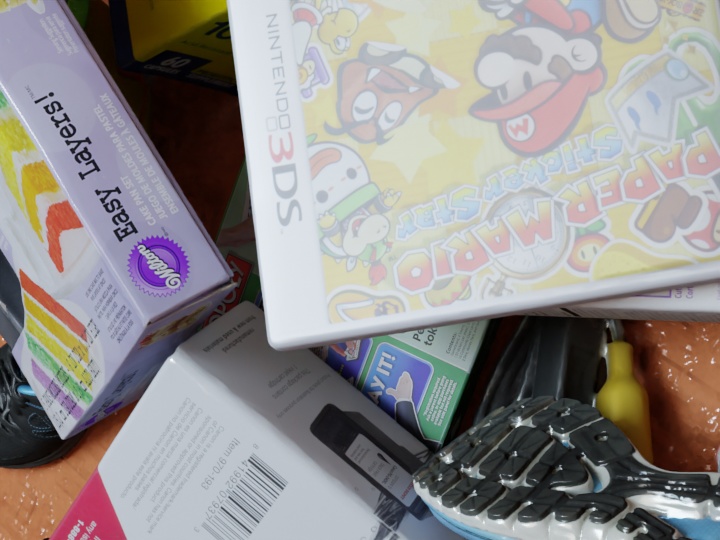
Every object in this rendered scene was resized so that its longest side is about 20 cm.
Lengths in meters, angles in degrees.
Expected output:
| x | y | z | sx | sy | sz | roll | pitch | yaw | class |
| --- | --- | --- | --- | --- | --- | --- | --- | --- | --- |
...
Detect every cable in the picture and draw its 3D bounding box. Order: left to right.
| x | y | z | sx | sy | sz | roll | pitch | yaw | class |
| --- | --- | --- | --- | --- | --- | --- | --- | --- | --- |
| 0.100 | 0.013 | 0.921 | 0.097 | 0.050 | 0.202 | -8 | 66 | 57 | cable |

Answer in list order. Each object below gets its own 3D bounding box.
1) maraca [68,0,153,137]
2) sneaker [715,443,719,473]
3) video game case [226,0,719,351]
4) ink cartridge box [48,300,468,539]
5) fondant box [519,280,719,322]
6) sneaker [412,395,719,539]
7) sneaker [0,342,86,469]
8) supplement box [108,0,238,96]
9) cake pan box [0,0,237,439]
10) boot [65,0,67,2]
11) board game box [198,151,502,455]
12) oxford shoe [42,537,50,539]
| x | y | z | sx | sy | sz | roll | pitch | yaw | class |
| --- | --- | --- | --- | --- | --- | --- | --- | --- | --- |
| -0.156 | -0.093 | 1.083 | 0.138 | 0.106 | 0.201 | -100 | 23 | -55 | maraca |
| 0.211 | 0.101 | 0.771 | 0.199 | 0.082 | 0.079 | 27 | 103 | 41 | sneaker |
| 0.047 | -0.073 | 0.833 | 0.198 | 0.023 | 0.184 | -9 | 82 | 14 | video game case |
| -0.025 | 0.137 | 0.918 | 0.200 | 0.083 | 0.146 | 39 | 115 | 7 | ink cartridge box |
| 0.092 | -0.055 | 0.861 | 0.198 | 0.058 | 0.146 | 2 | 85 | 15 | fondant box |
| 0.097 | 0.117 | 0.822 | 0.199 | 0.078 | 0.091 | 23 | 136 | 46 | sneaker |
| -0.163 | 0.050 | 1.103 | 0.199 | 0.082 | 0.074 | -28 | 69 | 37 | sneaker |
| -0.017 | -0.168 | 0.984 | 0.199 | 0.108 | 0.111 | -22 | 70 | 38 | supplement box |
| -0.143 | -0.033 | 0.937 | 0.185 | 0.052 | 0.200 | 60 | 155 | 6 | cake pan box |
| -0.159 | -0.189 | 0.989 | 0.200 | 0.073 | 0.152 | 142 | 138 | -66 | boot |
| 0.000 | 0.000 | 0.947 | 0.134 | 0.029 | 0.202 | 25 | 104 | 14 | board game box |
| -0.089 | 0.180 | 1.041 | 0.200 | 0.073 | 0.085 | 36 | 91 | 36 | oxford shoe |
